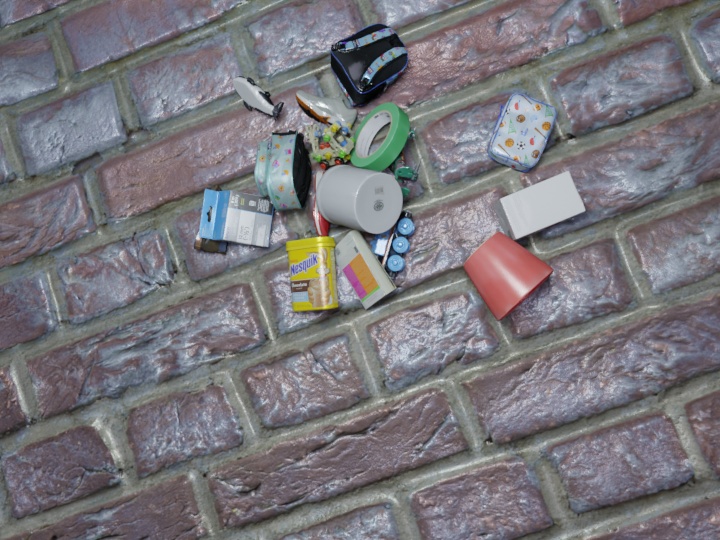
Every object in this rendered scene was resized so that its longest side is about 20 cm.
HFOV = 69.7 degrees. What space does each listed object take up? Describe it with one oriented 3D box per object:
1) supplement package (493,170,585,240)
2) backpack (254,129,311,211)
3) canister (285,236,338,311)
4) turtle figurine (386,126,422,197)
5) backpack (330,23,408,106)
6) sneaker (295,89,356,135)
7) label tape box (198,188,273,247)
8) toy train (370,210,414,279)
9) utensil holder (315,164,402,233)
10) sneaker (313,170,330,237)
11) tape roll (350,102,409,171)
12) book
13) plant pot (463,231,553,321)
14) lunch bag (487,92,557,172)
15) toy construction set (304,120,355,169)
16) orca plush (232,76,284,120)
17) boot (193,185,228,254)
[{"bbox_3d":[0.490,-0.171,1.432,0.198,0.121,0.121,-22,84,5],"label":"supplement package"},{"bbox_3d":[-0.217,-0.271,1.465,0.151,0.176,0.203,-8,63,2],"label":"backpack"},{"bbox_3d":[-0.137,0.012,1.492,0.147,0.086,0.203,-6,88,27],"label":"canister"},{"bbox_3d":[0.121,-0.312,1.476,0.099,0.151,0.202,-6,46,13],"label":"turtle figurine"},{"bbox_3d":[0.030,-0.601,1.500,0.199,0.135,0.184,-33,85,-10],"label":"backpack"},{"bbox_3d":[-0.099,-0.489,1.544,0.199,0.076,0.093,33,83,-1],"label":"sneaker"},{"bbox_3d":[-0.360,-0.152,1.510,0.197,0.066,0.146,9,87,-23],"label":"label tape box"},{"bbox_3d":[0.086,-0.081,1.488,0.113,0.087,0.203,16,92,11],"label":"toy train"},{"bbox_3d":[-0.004,-0.193,1.410,0.168,0.199,0.173,-11,110,-31],"label":"utensil holder"},{"bbox_3d":[-0.076,-0.195,1.516,0.114,0.078,0.203,-2,88,7],"label":"sneaker"},{"bbox_3d":[0.052,-0.373,1.461,0.048,0.200,0.203,26,90,-36],"label":"tape roll"},{"bbox_3d":[0.000,0.000,1.476,0.048,0.133,0.201,-28,83,-38],"label":"book"},{"bbox_3d":[0.390,0.006,1.409,0.200,0.200,0.178,-42,73,2],"label":"plant pot"},{"bbox_3d":[0.456,-0.396,1.474,0.158,0.076,0.202,23,90,9],"label":"lunch bag"},{"bbox_3d":[-0.094,-0.367,1.493,0.092,0.199,0.132,-49,125,-19],"label":"toy construction set"},{"bbox_3d":[-0.295,-0.532,1.560,0.199,0.106,0.071,30,49,30],"label":"orca plush"},{"bbox_3d":[-0.428,-0.148,1.563,0.096,0.075,0.203,18,91,-10],"label":"boot"}]
